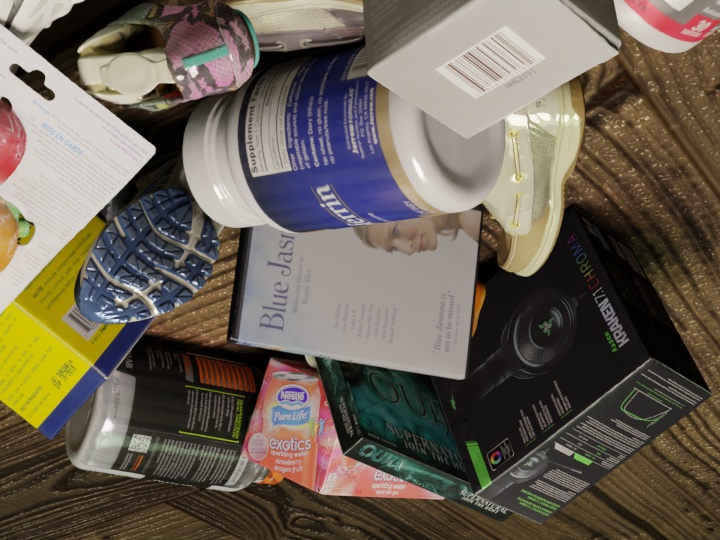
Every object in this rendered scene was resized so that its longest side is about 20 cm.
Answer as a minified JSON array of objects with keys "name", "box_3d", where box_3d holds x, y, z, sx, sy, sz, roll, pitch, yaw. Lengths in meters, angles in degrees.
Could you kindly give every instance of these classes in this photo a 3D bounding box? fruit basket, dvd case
[{"name":"fruit basket","box_3d":[-0.258,-0.058,0.842,0.200,0.094,0.185,-48,130,5]},{"name":"dvd case","box_3d":[0.000,0.000,1.060,0.199,0.144,0.018,10,170,-21]}]

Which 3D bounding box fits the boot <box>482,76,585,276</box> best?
[{"name":"boot","box_3d":[0.076,-0.070,1.018,0.154,0.072,0.200,-1,142,-5]}]

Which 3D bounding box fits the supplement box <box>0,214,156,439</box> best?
[{"name":"supplement box","box_3d":[-0.254,0.005,0.990,0.200,0.110,0.109,40,135,-8]}]

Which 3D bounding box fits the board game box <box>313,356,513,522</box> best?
[{"name":"board game box","box_3d":[0.046,0.127,1.157,0.200,0.136,0.028,29,119,-39]}]

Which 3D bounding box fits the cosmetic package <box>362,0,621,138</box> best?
[{"name":"cosmetic package","box_3d":[0.060,-0.186,0.718,0.107,0.201,0.090,-28,139,37]}]

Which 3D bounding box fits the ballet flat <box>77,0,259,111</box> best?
[{"name":"ballet flat","box_3d":[-0.132,-0.128,0.839,0.071,0.069,0.200,-21,-166,-26]}]

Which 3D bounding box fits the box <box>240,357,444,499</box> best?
[{"name":"box","box_3d":[0.000,0.148,1.250,0.102,0.095,0.200,20,-177,38]}]

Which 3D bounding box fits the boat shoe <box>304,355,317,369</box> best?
[{"name":"boat shoe","box_3d":[0.032,0.063,1.235,0.200,0.061,0.072,15,118,-31]}]

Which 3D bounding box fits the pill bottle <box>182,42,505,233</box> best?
[{"name":"pill bottle","box_3d":[-0.015,-0.085,0.894,0.199,0.116,0.116,-6,152,38]}]

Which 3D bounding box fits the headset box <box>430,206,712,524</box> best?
[{"name":"headset box","box_3d":[0.157,0.083,1.125,0.093,0.175,0.200,28,121,-38]}]

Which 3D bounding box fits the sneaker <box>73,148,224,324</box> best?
[{"name":"sneaker","box_3d":[-0.139,-0.026,0.967,0.077,0.200,0.085,48,139,-13]}]

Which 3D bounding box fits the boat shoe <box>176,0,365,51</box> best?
[{"name":"boat shoe","box_3d":[-0.015,-0.173,0.853,0.199,0.072,0.065,-4,153,8]}]

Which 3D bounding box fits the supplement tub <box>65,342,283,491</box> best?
[{"name":"supplement tub","box_3d":[-0.164,0.138,1.271,0.199,0.123,0.123,14,144,-24]}]

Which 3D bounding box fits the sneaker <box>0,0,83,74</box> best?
[{"name":"sneaker","box_3d":[-0.163,-0.174,0.826,0.115,0.076,0.201,14,141,-23]}]

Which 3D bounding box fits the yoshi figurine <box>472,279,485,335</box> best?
[{"name":"yoshi figurine","box_3d":[-0.007,0.016,1.116,0.199,0.113,0.112,15,150,-22]}]

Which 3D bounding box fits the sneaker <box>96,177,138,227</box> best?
[{"name":"sneaker","box_3d":[-0.185,-0.036,1.069,0.082,0.070,0.200,-18,152,-28]}]

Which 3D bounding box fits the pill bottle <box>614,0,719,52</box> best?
[{"name":"pill bottle","box_3d":[0.221,-0.220,0.760,0.110,0.111,0.200,19,141,-31]}]
